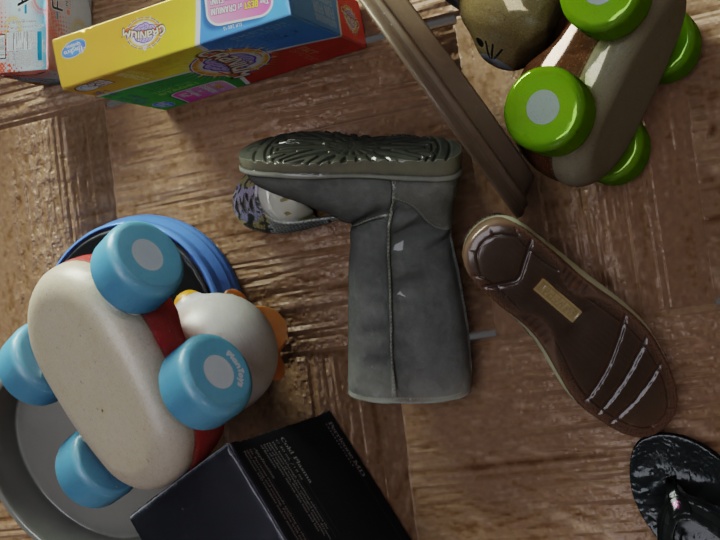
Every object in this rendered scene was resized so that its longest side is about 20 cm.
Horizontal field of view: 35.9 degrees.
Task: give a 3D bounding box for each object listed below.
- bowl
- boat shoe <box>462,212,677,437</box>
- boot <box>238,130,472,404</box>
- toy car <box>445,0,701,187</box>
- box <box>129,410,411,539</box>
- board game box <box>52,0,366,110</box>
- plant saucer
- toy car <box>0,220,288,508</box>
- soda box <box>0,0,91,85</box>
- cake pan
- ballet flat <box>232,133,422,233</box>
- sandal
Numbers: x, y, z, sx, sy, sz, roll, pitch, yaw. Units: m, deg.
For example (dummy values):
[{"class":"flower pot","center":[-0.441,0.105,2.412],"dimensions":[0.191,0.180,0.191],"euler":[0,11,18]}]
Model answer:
[{"class":"bowl","center":[-0.194,0.052,0.969],"dimensions":[0.199,0.039,0.203],"euler":[0,91,22]},{"class":"boat shoe","center":[0.155,0.033,0.815],"dimensions":[0.075,0.075,0.203],"euler":[-40,99,9]},{"class":"boot","center":[-0.001,0.001,0.840],"dimensions":[0.180,0.073,0.202],"euler":[6,119,12]},{"class":"toy car","center":[0.114,-0.165,0.788],"dimensions":[0.199,0.164,0.159],"euler":[31,101,28]},{"class":"box","center":[-0.043,0.226,0.834],"dimensions":[0.104,0.182,0.201],"euler":[-37,77,18]},{"class":"board game box","center":[-0.114,-0.179,0.874],"dimensions":[0.198,0.153,0.041],"euler":[-13,87,22]},{"class":"plant saucer","center":[0.062,-0.125,0.781],"dimensions":[0.029,0.200,0.201],"euler":[-36,78,9]},{"class":"toy car","center":[-0.136,0.055,0.855],"dimensions":[0.184,0.199,0.178],"euler":[-38,82,37]},{"class":"soda box","center":[-0.282,-0.269,0.984],"dimensions":[0.063,0.068,0.202],"euler":[1,91,21]},{"class":"cake pan","center":[-0.235,0.164,0.954],"dimensions":[0.198,0.037,0.202],"euler":[9,113,21]},{"class":"ballet flat","center":[-0.025,-0.072,0.885],"dimensions":[0.199,0.072,0.073],"euler":[-8,88,22]},{"class":"sandal","center":[0.254,0.208,0.787],"dimensions":[0.075,0.048,0.202],"euler":[-28,81,20]}]
